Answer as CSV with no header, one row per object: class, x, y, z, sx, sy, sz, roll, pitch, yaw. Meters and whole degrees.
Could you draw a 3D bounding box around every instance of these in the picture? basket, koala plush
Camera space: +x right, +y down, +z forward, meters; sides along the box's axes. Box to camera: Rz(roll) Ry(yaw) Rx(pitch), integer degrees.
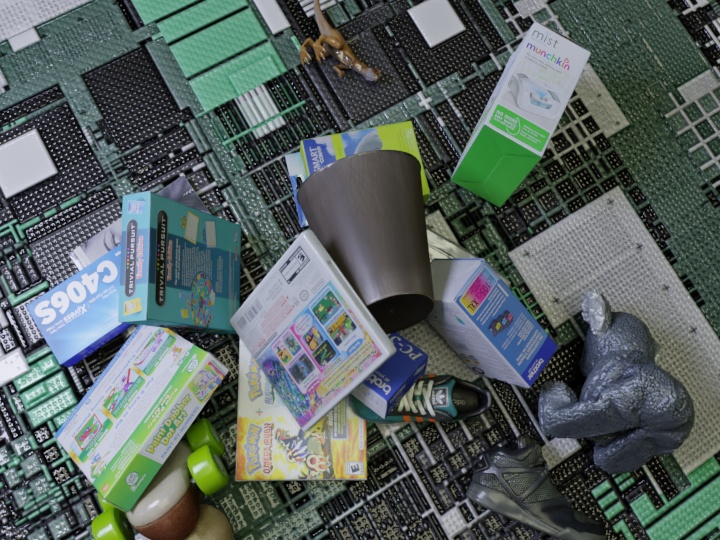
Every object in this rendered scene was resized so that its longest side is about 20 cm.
basket,0.018,-0.031,0.988,0.176,0.137,0.204,-14,63,1
koala plush,0.359,0.138,1.035,0.176,0.183,0.203,33,45,-21

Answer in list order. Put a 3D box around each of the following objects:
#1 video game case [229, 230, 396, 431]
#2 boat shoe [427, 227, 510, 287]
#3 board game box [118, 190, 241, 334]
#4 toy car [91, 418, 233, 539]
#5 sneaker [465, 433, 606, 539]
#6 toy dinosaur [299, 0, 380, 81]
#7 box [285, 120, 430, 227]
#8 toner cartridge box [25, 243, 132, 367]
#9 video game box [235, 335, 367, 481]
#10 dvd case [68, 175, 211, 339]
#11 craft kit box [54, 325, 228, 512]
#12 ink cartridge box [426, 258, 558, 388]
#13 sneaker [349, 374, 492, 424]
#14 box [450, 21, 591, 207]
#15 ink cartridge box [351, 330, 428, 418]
video game case,-0.067,0.081,0.955,0.183,0.200,0.024,53,37,11
boat shoe,0.121,-0.008,1.100,0.197,0.071,0.071,29,99,-1
board game box,-0.228,-0.002,0.979,0.046,0.199,0.155,-5,79,24
toy car,-0.214,0.329,0.960,0.162,0.158,0.203,-31,108,-6
sneaker,0.251,0.295,1.024,0.196,0.076,0.116,23,81,6
toy dinosaur,-0.048,-0.362,1.183,0.105,0.060,0.202,-32,86,-37
box,-0.006,-0.145,1.127,0.195,0.048,0.125,-12,77,-10
toner cartridge box,-0.342,0.034,1.032,0.198,0.043,0.096,-36,83,-11
video game box,-0.080,0.184,1.036,0.177,0.047,0.205,0,75,-4
dvd case,-0.293,-0.022,1.081,0.198,0.016,0.150,-37,83,-13
craft kit box,-0.281,0.169,0.953,0.049,0.196,0.202,45,73,-33
ink cartridge box,0.171,0.079,1.020,0.076,0.136,0.201,-46,108,-16
sneaker,0.086,0.169,1.018,0.195,0.080,0.073,2,76,-19
box,0.223,-0.219,1.090,0.095,0.200,0.179,28,73,2
ink cartridge box,-0.015,0.098,1.005,0.198,0.045,0.094,34,55,22
